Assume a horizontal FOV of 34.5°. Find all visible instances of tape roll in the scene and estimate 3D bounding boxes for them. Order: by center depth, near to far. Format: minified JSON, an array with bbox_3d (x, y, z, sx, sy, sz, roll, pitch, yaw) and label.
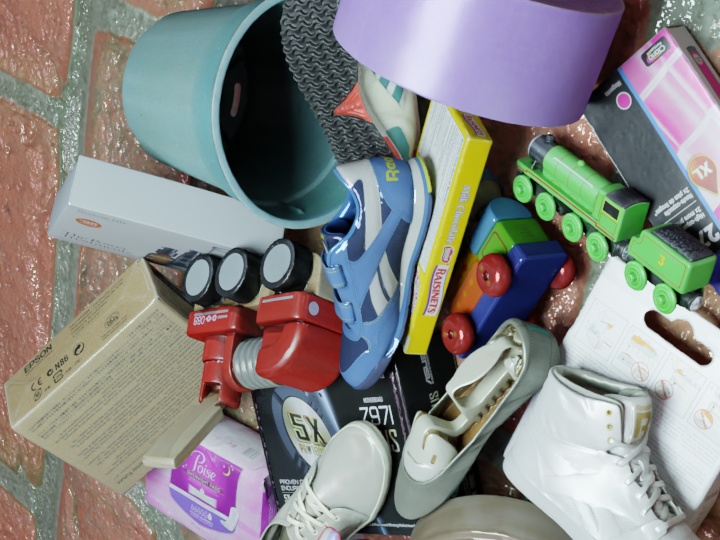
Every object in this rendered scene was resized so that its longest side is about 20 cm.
[{"bbox_3d":[0.084,-0.186,0.842,0.199,0.199,0.086,37,122,29],"label":"tape roll"}]

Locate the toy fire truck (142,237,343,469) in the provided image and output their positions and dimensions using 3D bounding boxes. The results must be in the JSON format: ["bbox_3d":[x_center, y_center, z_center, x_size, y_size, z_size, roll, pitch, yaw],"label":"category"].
[{"bbox_3d":[-0.100,0.083,1.026,0.174,0.128,0.203,-9,67,44],"label":"toy fire truck"}]

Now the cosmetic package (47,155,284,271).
[{"bbox_3d":[-0.187,-0.043,1.103,0.151,0.197,0.053,153,129,-65],"label":"cosmetic package"}]

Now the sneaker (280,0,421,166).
[{"bbox_3d":[0.000,-0.167,0.967,0.069,0.094,0.202,-6,122,32],"label":"sneaker"}]

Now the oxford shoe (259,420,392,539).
[{"bbox_3d":[-0.034,0.212,1.034,0.075,0.057,0.201,51,128,23],"label":"oxford shoe"}]

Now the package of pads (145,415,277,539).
[{"bbox_3d":[-0.149,0.224,1.247,0.198,0.075,0.122,20,115,37],"label":"package of pads"}]

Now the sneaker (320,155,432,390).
[{"bbox_3d":[0.000,0.000,0.950,0.074,0.081,0.203,-130,47,-65],"label":"sneaker"}]

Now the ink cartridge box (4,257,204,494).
[{"bbox_3d":[-0.231,0.111,1.176,0.199,0.165,0.075,-41,42,6],"label":"ink cartridge box"}]

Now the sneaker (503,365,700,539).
[{"bbox_3d":[0.200,0.152,0.855,0.199,0.073,0.117,36,119,32],"label":"sneaker"}]

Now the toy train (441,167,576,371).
[{"bbox_3d":[0.090,0.020,0.983,0.117,0.084,0.201,61,141,33],"label":"toy train"}]

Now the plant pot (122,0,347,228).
[{"bbox_3d":[-0.104,-0.153,1.041,0.195,0.198,0.204,15,111,46],"label":"plant pot"}]

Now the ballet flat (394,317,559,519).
[{"bbox_3d":[0.078,0.117,0.937,0.201,0.063,0.068,-50,42,15],"label":"ballet flat"}]

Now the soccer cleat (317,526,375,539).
[{"bbox_3d":[0.024,0.278,1.037,0.066,0.199,0.078,19,88,47],"label":"soccer cleat"}]

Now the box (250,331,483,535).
[{"bbox_3d":[0.001,0.153,1.084,0.198,0.086,0.167,-9,94,43],"label":"box"}]

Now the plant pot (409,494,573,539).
[{"bbox_3d":[0.105,0.313,0.923,0.197,0.174,0.202,14,132,15],"label":"plant pot"}]

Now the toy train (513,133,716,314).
[{"bbox_3d":[0.185,-0.040,0.869,0.200,0.041,0.057,45,140,40],"label":"toy train"}]

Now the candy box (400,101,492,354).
[{"bbox_3d":[0.058,-0.042,0.954,0.103,0.026,0.202,-112,31,-53],"label":"candy box"}]

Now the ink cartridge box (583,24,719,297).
[{"bbox_3d":[0.247,-0.068,0.840,0.095,0.037,0.202,-41,75,41],"label":"ink cartridge box"}]

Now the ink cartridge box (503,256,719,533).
[{"bbox_3d":[0.220,0.113,0.913,0.162,0.050,0.202,38,114,30],"label":"ink cartridge box"}]
